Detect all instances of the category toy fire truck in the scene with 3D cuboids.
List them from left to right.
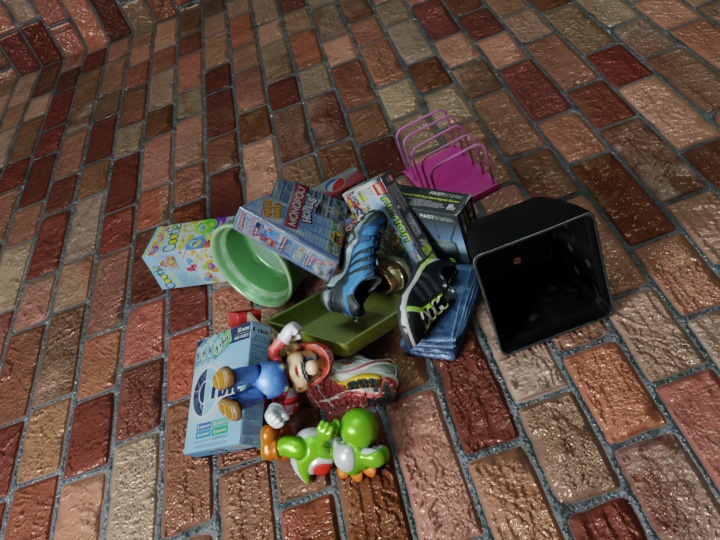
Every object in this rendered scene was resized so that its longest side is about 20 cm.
[{"bbox_3d":[-0.169,0.155,1.313,0.049,0.142,0.200,-6,16,-34],"label":"toy fire truck"}]

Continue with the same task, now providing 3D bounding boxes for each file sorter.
[{"bbox_3d":[0.177,-0.238,1.605,0.138,0.126,0.200,-27,40,-5],"label":"file sorter"}]

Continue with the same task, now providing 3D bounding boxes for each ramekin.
[{"bbox_3d":[-0.191,-0.034,1.502,0.199,0.201,0.098,10,42,33],"label":"ramekin"}]

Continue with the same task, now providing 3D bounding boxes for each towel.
[{"bbox_3d":[0.146,0.066,1.342,0.111,0.049,0.201,1,45,27],"label":"towel"}]

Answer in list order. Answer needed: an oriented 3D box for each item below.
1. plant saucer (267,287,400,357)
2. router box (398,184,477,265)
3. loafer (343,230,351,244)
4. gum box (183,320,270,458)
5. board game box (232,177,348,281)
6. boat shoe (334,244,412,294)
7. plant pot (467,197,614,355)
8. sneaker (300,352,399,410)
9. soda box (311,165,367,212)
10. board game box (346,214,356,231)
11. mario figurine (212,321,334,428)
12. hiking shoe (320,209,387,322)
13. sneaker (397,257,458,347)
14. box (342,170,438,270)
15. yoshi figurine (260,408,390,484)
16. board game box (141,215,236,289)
[{"bbox_3d":[-0.030,0.091,1.352,0.199,0.048,0.199,12,29,41],"label":"plant saucer"},{"bbox_3d":[0.129,-0.082,1.434,0.199,0.150,0.062,12,51,35],"label":"router box"},{"bbox_3d":[-0.037,-0.052,1.503,0.199,0.063,0.072,18,54,38],"label":"loafer"},{"bbox_3d":[-0.223,0.201,1.260,0.169,0.044,0.201,-21,57,44],"label":"gum box"},{"bbox_3d":[-0.127,-0.098,1.413,0.199,0.062,0.201,20,44,-11],"label":"board game box"},{"bbox_3d":[0.000,0.000,1.406,0.199,0.076,0.074,8,28,37],"label":"boat shoe"},{"bbox_3d":[0.283,-0.014,1.267,0.199,0.200,0.178,-21,29,3],"label":"plant pot"},{"bbox_3d":[-0.027,0.186,1.282,0.199,0.078,0.082,0,32,19],"label":"sneaker"},{"bbox_3d":[-0.076,-0.151,1.677,0.199,0.064,0.070,-30,40,-9],"label":"soda box"},{"bbox_3d":[-0.009,-0.055,1.565,0.200,0.029,0.134,-43,44,-22],"label":"board game box"},{"bbox_3d":[-0.120,0.160,1.168,0.199,0.124,0.106,-18,42,-36],"label":"mario figurine"},{"bbox_3d":[0.011,-0.009,1.325,0.086,0.074,0.201,20,82,33],"label":"hiking shoe"},{"bbox_3d":[0.121,0.044,1.283,0.082,0.072,0.201,-3,43,25],"label":"sneaker"},{"bbox_3d":[0.058,-0.077,1.402,0.110,0.201,0.035,-19,15,47],"label":"box"},{"bbox_3d":[-0.050,0.257,1.179,0.199,0.112,0.113,0,37,20],"label":"yoshi figurine"},{"bbox_3d":[-0.353,-0.039,1.650,0.199,0.105,0.103,-7,41,17],"label":"board game box"}]
